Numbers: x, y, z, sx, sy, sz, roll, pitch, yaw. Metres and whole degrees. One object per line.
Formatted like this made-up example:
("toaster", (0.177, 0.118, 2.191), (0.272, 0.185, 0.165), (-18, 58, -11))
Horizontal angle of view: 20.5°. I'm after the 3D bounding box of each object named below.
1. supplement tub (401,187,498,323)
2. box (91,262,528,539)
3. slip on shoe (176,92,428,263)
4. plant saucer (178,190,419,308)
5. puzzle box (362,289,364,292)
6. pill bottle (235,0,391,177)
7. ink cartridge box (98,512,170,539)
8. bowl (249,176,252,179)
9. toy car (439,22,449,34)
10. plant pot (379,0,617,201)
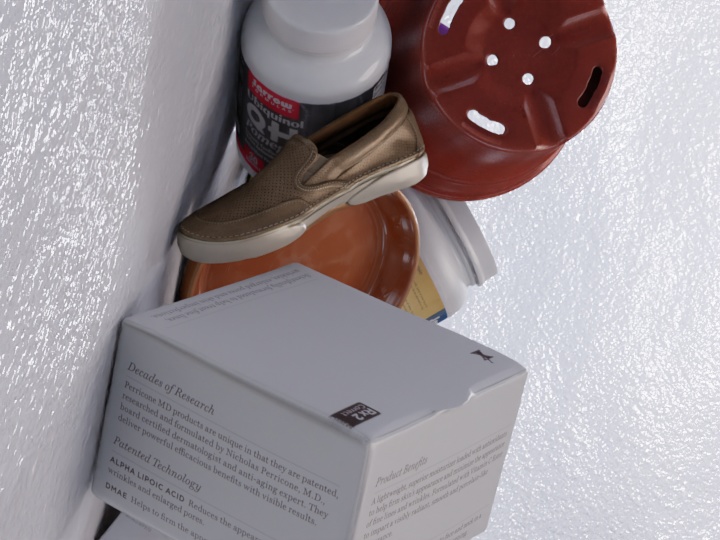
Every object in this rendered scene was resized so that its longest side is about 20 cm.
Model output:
("supplement tub", (0.000, 0.000, 1.678), (0.145, 0.200, 0.145), (60, -3, 5))
("box", (-0.032, 0.103, 1.294), (0.199, 0.200, 0.131), (-18, 127, -55))
("slip on shoe", (-0.042, -0.066, 1.397), (0.076, 0.200, 0.061), (37, -37, 54))
("plant saucer", (-0.048, 0.003, 1.512), (0.032, 0.200, 0.201), (46, -47, 45))
("puzzle box", (-0.078, 0.075, 1.582), (0.025, 0.133, 0.201), (-142, -116, -64))
("pill bottle", (-0.035, -0.148, 1.469), (0.200, 0.110, 0.111), (99, 6, -59))
("ink cartridge box", (-0.116, 0.165, 1.463), (0.200, 0.057, 0.163), (-48, 165, -24))
("bowl", (-0.055, -0.038, 1.809), (0.201, 0.094, 0.201), (14, 90, -86))
("toy car", (0.012, -0.175, 1.702), (0.175, 0.150, 0.200), (-72, 164, -45))
("plant pot", (0.101, -0.158, 1.528), (0.195, 0.200, 0.201), (177, -72, -80))
